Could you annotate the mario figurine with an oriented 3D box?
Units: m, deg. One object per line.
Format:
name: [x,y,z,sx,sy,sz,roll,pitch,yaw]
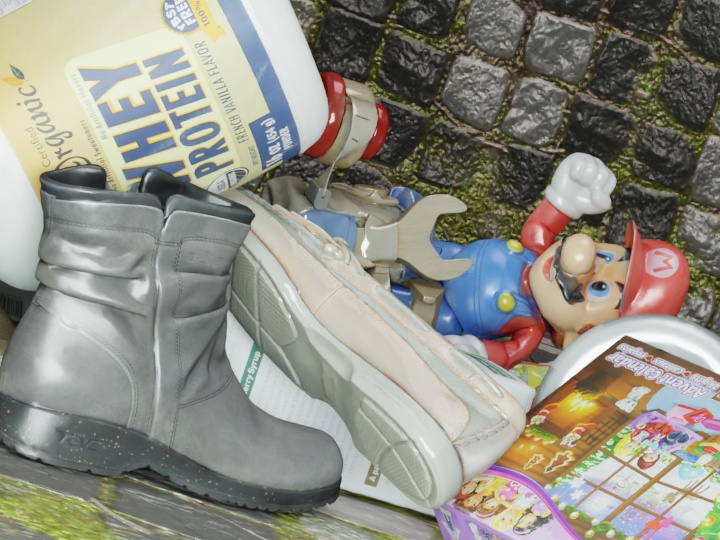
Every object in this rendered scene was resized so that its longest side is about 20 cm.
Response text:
mario figurine: [0.085,-0.001,1.607,0.199,0.124,0.106,0,7,14]

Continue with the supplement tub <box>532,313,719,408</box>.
supplement tub: [0.157,0.090,1.506,0.122,0.123,0.200,19,-2,10]

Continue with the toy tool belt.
toy tool belt: [0.000,0.000,1.544,0.122,0.201,0.125,14,15,-24]

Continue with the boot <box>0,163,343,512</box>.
boot: [-0.069,0.031,1.275,0.199,0.132,0.070,15,5,-43]

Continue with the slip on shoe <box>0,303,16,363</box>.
slip on shoe: [-0.206,0.013,1.381,0.076,0.061,0.200,16,5,-32]

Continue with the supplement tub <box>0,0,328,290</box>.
supplement tub: [-0.130,-0.080,1.312,0.145,0.199,0.144,59,-8,13]

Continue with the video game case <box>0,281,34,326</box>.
video game case: [-0.237,-0.051,1.550,0.142,0.017,0.201,17,44,-19]

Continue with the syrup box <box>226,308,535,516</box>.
syrup box: [-0.023,0.061,1.444,0.199,0.082,0.079,19,3,-19]

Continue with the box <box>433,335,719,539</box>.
box: [0.144,0.107,1.299,0.200,0.137,0.039,23,-38,48]

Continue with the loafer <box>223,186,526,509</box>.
loafer: [-0.004,0.027,1.339,0.200,0.063,0.072,47,-27,26]

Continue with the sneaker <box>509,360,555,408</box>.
sneaker: [0.067,0.082,1.657,0.199,0.079,0.090,9,0,31]

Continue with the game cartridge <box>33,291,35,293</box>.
game cartridge: [-0.123,-0.002,1.573,0.038,0.130,0.200,-17,-10,22]
